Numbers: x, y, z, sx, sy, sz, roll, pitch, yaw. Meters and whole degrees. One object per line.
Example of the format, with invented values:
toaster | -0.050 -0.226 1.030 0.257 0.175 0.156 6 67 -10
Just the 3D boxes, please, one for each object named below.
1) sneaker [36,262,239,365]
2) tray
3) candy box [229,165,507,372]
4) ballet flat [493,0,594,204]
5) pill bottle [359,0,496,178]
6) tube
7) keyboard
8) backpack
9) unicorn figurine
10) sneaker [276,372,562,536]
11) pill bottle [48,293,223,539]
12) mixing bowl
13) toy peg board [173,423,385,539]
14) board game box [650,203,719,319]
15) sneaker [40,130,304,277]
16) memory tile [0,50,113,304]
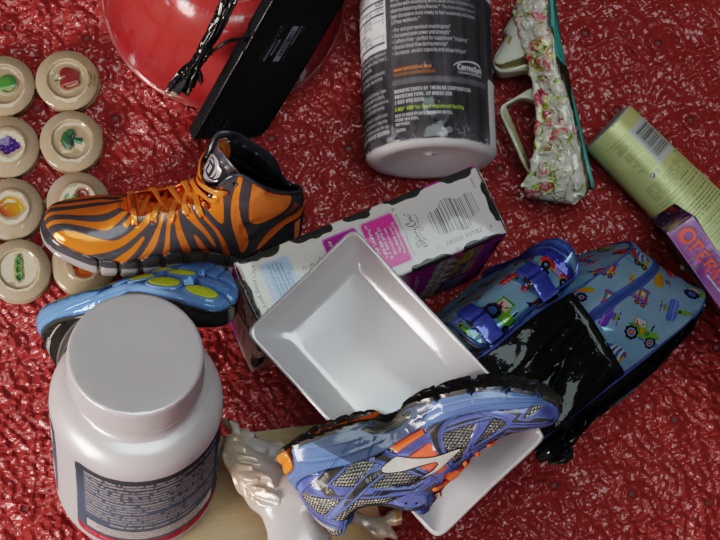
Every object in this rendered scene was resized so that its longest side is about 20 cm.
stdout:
sneaker | -0.157 0.044 1.516 0.071 0.199 0.083 -19 93 -49
tray | 0.025 0.079 1.455 0.107 0.022 0.200 -43 84 2
candy box | 0.000 0.000 1.558 0.199 0.136 0.061 -23 79 -13
ballet flat | 0.140 -0.147 1.649 0.064 0.076 0.201 -10 74 6
pill bottle | 0.052 -0.181 1.624 0.106 0.106 0.201 1 76 -8
tube | 0.267 -0.045 1.656 0.200 0.052 0.058 44 116 0
keyboard | -0.078 -0.177 1.552 0.127 0.200 0.021 -4 47 -45
backpack | 0.150 0.045 1.545 0.200 0.183 0.135 -36 93 -17
unicorn figurine | -0.037 0.184 1.460 0.137 0.074 0.201 8 58 -7
sneaker | 0.046 0.124 1.411 0.199 0.075 0.079 -19 94 13
pill bottle | -0.154 0.103 1.419 0.119 0.200 0.120 3 61 -5
mixing bowl | -0.104 -0.237 1.615 0.199 0.108 0.201 2 76 -7
toy peg board | -0.083 0.232 1.527 0.199 0.098 0.200 -6 62 -10
board game box | 0.294 0.040 1.582 0.032 0.120 0.200 -34 95 9
sneaker | -0.137 -0.056 1.551 0.199 0.112 0.078 0 46 -19
memory tile | -0.271 -0.072 1.599 0.152 0.017 0.201 -5 78 -9
